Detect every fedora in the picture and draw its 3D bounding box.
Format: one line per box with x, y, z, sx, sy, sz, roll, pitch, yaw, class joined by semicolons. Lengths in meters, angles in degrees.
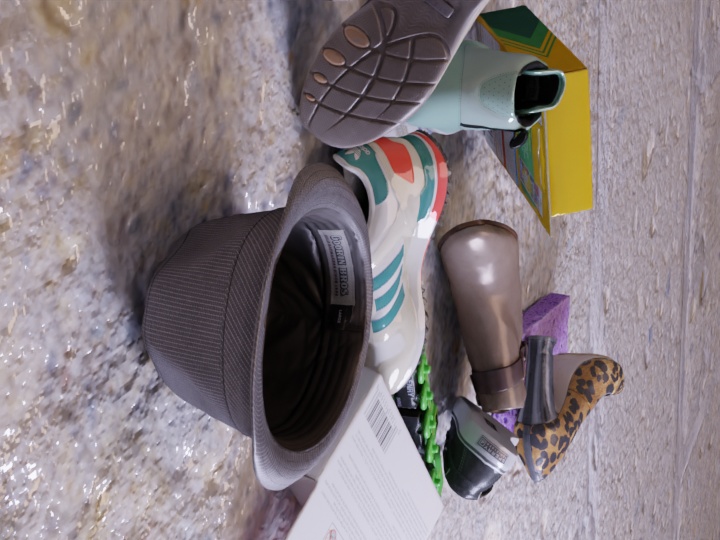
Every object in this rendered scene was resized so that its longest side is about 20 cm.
-0.061;0.026;0.701;0.200;0.089;0.180;-16;112;-71;fedora

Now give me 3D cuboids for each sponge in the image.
0.189;0.099;1.361;0.199;0.029;0.114;-24;117;-63;sponge

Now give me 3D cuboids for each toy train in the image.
0.045;0.124;1.014;0.057;0.041;0.202;-72;160;-48;toy train

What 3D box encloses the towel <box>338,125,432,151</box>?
0.029;-0.144;0.946;0.148;0.023;0.202;68;38;-51;towel

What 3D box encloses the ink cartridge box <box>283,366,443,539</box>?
-0.015;0.190;0.907;0.175;0.043;0.201;-57;146;-25;ink cartridge box

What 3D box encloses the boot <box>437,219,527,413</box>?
0.115;0.049;1.098;0.200;0.069;0.149;43;40;-73;boot

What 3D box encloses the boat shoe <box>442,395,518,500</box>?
0.100;0.157;1.111;0.057;0.068;0.200;-54;175;3;boat shoe

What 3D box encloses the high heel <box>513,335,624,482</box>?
0.222;0.157;1.318;0.199;0.071;0.145;21;71;-49;high heel

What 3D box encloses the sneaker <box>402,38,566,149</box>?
0.104;-0.133;0.949;0.200;0.116;0.075;-28;123;-64;sneaker

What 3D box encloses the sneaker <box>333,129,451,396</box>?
0.000;0.000;0.885;0.092;0.070;0.203;-6;117;-34;sneaker

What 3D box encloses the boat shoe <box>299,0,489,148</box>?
0.037;-0.160;0.801;0.200;0.076;0.072;-45;-174;24;boat shoe

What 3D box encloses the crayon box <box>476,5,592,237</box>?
0.151;-0.132;1.066;0.201;0.051;0.128;-109;-170;-59;crayon box
